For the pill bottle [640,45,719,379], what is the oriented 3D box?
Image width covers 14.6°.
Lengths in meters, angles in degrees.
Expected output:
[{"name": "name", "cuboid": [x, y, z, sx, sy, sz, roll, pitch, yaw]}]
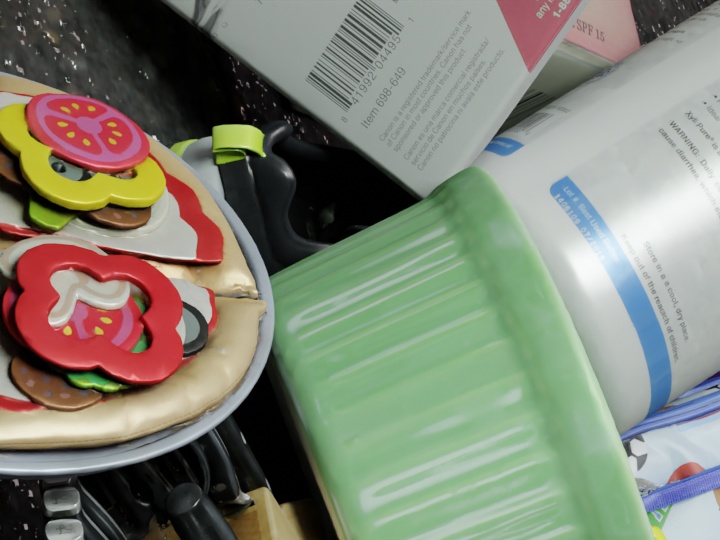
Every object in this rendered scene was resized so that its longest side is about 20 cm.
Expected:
[{"name": "pill bottle", "cuboid": [0.157, -0.001, 1.301, 0.200, 0.111, 0.112, 53, 34, -19]}]

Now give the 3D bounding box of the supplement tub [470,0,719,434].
[{"name": "supplement tub", "cuboid": [0.142, -0.032, 1.166, 0.199, 0.132, 0.132, -31, 97, -15]}]

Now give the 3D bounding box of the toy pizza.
[{"name": "toy pizza", "cuboid": [-0.120, -0.012, 0.877, 0.199, 0.032, 0.201, 14, 37, -10]}]

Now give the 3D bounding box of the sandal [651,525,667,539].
[{"name": "sandal", "cuboid": [0.094, 0.178, 1.116, 0.087, 0.079, 0.201, -11, 78, -26]}]

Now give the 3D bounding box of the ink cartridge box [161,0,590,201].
[{"name": "ink cartridge box", "cuboid": [-0.004, -0.147, 1.061, 0.200, 0.146, 0.085, 37, 27, 3]}]

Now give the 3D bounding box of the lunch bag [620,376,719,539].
[{"name": "lunch bag", "cuboid": [0.183, 0.114, 1.219, 0.199, 0.076, 0.161, -18, 86, -17]}]

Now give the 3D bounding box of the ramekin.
[{"name": "ramekin", "cuboid": [0.033, 0.073, 1.013, 0.200, 0.097, 0.201, 159, -90, -86]}]

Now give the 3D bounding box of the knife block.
[{"name": "knife block", "cuboid": [-0.041, 0.132, 0.911, 0.176, 0.064, 0.201, 5, 64, -81]}]

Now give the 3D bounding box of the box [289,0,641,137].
[{"name": "box", "cuboid": [0.031, -0.165, 1.225, 0.128, 0.109, 0.201, 15, 58, -51]}]

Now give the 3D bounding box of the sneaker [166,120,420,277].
[{"name": "sneaker", "cuboid": [0.000, 0.000, 1.097, 0.200, 0.083, 0.072, 29, 48, -45]}]
